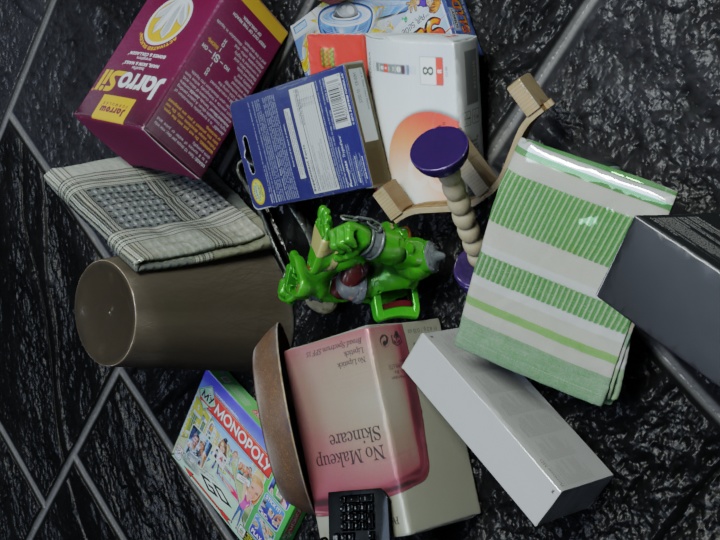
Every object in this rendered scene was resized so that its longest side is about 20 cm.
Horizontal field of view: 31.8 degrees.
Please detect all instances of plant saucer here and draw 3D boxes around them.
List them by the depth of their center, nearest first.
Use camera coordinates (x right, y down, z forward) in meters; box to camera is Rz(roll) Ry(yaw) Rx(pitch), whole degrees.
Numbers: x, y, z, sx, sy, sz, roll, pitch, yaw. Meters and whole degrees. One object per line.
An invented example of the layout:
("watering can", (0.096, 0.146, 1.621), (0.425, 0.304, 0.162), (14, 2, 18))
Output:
("plant saucer", (-0.078, 0.154, 1.295), (0.034, 0.200, 0.201), (-11, 83, 1))

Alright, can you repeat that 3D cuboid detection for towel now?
("towel", (0.171, 0.003, 1.063), (0.152, 0.023, 0.201), (23, 116, 21))
("towel", (-0.214, -0.072, 1.390), (0.192, 0.200, 0.035), (40, 126, 34))

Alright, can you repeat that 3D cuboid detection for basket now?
("basket", (-0.197, 0.040, 1.380), (0.136, 0.200, 0.181), (-46, 63, 36))

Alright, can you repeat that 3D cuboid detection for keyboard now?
("keyboard", (-0.017, 0.304, 1.161), (0.104, 0.040, 0.201), (-15, 70, 43))

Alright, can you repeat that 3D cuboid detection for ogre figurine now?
("ogre figurine", (0.000, 0.000, 1.220), (0.200, 0.120, 0.098), (120, 152, -47))

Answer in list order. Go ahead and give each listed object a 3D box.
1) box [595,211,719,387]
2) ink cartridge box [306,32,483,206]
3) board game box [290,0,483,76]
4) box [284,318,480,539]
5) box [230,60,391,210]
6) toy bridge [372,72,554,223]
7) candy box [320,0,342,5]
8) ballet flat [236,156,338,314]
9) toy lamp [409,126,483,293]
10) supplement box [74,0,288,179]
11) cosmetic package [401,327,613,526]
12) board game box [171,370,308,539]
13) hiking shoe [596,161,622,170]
("box", (0.300, 0.038, 0.942), (0.200, 0.141, 0.079), (40, 121, 35))
("ink cartridge box", (0.023, -0.148, 1.218), (0.200, 0.050, 0.163), (7, 112, 32))
("board game box", (0.022, -0.230, 1.264), (0.200, 0.034, 0.136), (-29, 73, 41))
("box", (0.019, 0.158, 1.243), (0.128, 0.109, 0.201), (-19, 79, 43))
("box", (-0.055, -0.132, 1.276), (0.200, 0.032, 0.122), (-7, 99, 49))
("toy bridge", (0.099, -0.097, 1.136), (0.200, 0.027, 0.067), (-36, 89, 36))
("candy box", (-0.001, -0.373, 1.235), (0.115, 0.055, 0.201), (-6, 75, 46))
("ballet flat", (-0.080, -0.037, 1.360), (0.066, 0.057, 0.200), (-44, 64, 33))
("toy lamp", (0.096, -0.038, 1.119), (0.058, 0.200, 0.058), (-12, 49, 14))
("supplement box", (-0.193, -0.214, 1.367), (0.131, 0.103, 0.200), (15, 70, 41))
("cosmetic package", (0.131, 0.137, 1.153), (0.200, 0.082, 0.051), (49, 124, 31))
("board game box", (-0.134, 0.223, 1.452), (0.200, 0.029, 0.135), (43, 121, 34))
("hiking shoe", (0.180, 0.002, 1.101), (0.087, 0.074, 0.200), (50, 125, 28))
